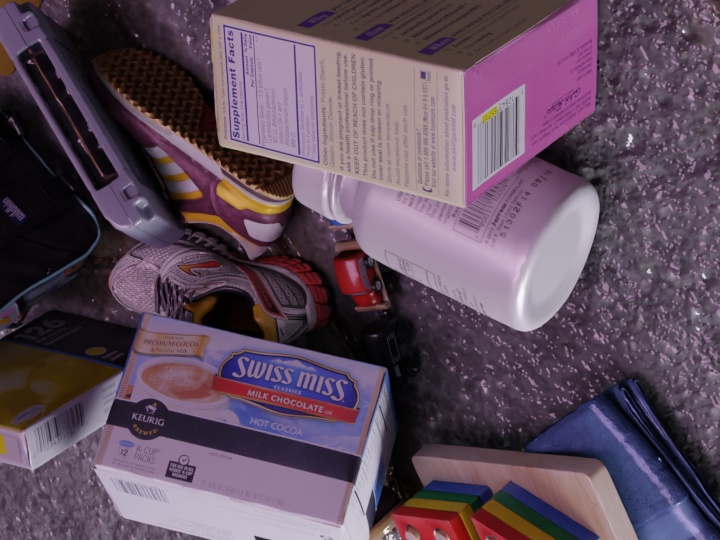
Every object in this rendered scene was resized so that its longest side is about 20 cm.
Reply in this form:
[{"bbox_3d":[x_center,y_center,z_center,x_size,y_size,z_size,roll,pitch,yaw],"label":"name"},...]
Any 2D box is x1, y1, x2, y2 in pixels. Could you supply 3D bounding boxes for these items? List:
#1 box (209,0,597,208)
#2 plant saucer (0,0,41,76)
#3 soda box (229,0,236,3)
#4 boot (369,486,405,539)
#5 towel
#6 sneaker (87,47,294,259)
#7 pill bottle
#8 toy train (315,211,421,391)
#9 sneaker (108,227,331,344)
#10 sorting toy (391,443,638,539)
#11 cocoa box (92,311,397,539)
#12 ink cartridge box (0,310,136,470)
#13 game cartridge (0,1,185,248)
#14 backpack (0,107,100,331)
[{"bbox_3d":[0.031,-0.137,1.479,0.199,0.176,0.097,16,123,30],"label":"box"},{"bbox_3d":[-0.338,-0.277,1.771,0.200,0.048,0.200,42,132,12],"label":"plant saucer"},{"bbox_3d":[-0.050,-0.188,1.591,0.070,0.063,0.201,12,120,32],"label":"soda box"},{"bbox_3d":[-0.066,0.157,1.788,0.199,0.072,0.167,-18,104,46],"label":"boot"},{"bbox_3d":[0.212,0.180,1.606,0.200,0.048,0.112,52,136,0],"label":"towel"},{"bbox_3d":[-0.140,-0.088,1.709,0.200,0.075,0.090,39,131,16],"label":"sneaker"},{"bbox_3d":[0.057,-0.048,1.552,0.199,0.114,0.115,26,128,23],"label":"pill bottle"},{"bbox_3d":[0.000,0.000,1.669,0.034,0.046,0.201,-4,112,38],"label":"toy train"},{"bbox_3d":[-0.124,0.019,1.750,0.199,0.082,0.078,7,118,35],"label":"sneaker"},{"bbox_3d":[0.127,0.236,1.645,0.198,0.069,0.201,0,120,52],"label":"sorting toy"},{"bbox_3d":[-0.083,0.132,1.684,0.199,0.132,0.134,13,158,10],"label":"cocoa box"},{"bbox_3d":[-0.285,0.091,1.834,0.199,0.197,0.047,12,118,31],"label":"ink cartridge box"},{"bbox_3d":[-0.207,-0.108,1.709,0.041,0.133,0.201,-32,79,0],"label":"game cartridge"},{"bbox_3d":[-0.340,-0.017,1.814,0.176,0.200,0.153,49,149,1],"label":"backpack"}]
